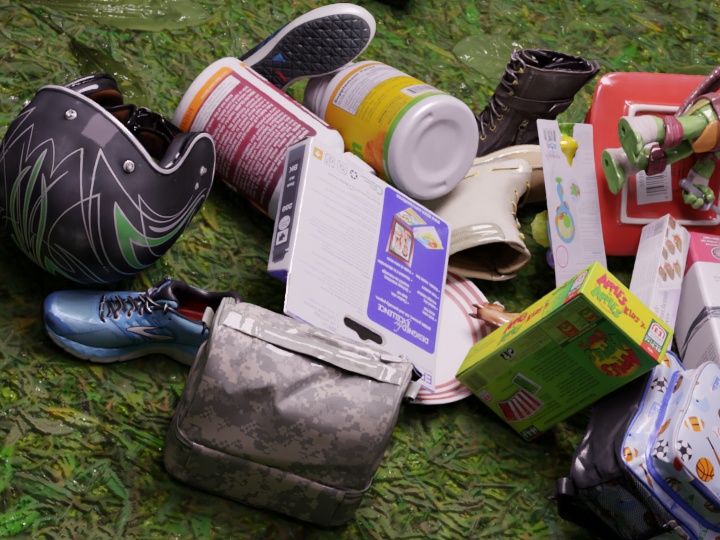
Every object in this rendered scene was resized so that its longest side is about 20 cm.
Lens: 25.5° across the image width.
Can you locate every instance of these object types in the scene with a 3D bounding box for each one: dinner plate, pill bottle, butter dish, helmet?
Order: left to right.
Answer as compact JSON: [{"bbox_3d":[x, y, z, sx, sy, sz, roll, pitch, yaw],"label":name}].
[{"bbox_3d":[-0.250,-0.085,1.498,0.200,0.200,0.191,39,35,14],"label":"helmet"},{"bbox_3d":[-0.090,-0.122,1.658,0.200,0.114,0.114,37,48,14],"label":"pill bottle"},{"bbox_3d":[0.025,-0.159,1.698,0.111,0.112,0.200,-16,31,-30],"label":"pill bottle"},{"bbox_3d":[0.046,0.058,1.615,0.199,0.024,0.201,11,49,-12],"label":"dinner plate"},{"bbox_3d":[0.319,-0.122,1.793,0.199,0.201,0.148,1,8,-21],"label":"butter dish"}]

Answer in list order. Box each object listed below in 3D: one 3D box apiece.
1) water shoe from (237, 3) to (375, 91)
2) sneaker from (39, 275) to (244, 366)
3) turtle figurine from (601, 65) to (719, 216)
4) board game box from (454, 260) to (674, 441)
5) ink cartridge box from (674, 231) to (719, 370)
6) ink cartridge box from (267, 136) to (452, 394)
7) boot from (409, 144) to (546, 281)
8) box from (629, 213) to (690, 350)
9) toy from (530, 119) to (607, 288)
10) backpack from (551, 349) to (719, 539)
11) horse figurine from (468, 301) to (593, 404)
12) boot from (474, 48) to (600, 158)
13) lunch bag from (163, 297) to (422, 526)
[{"bbox_3d":[-0.071,-0.245,1.727,0.072,0.199,0.079,51,29,-28],"label":"water shoe"},{"bbox_3d":[-0.200,0.034,1.499,0.199,0.090,0.079,4,50,-14],"label":"sneaker"},{"bbox_3d":[0.364,-0.109,1.658,0.193,0.144,0.201,-9,98,-13],"label":"turtle figurine"},{"bbox_3d":[0.190,0.080,1.512,0.102,0.200,0.048,41,48,-9],"label":"board game box"},{"bbox_3d":[0.417,0.066,1.701,0.144,0.084,0.201,7,48,-14],"label":"ink cartridge box"},{"bbox_3d":[0.000,0.000,1.537,0.198,0.043,0.201,31,51,-32],"label":"ink cartridge box"},{"bbox_3d":[0.160,-0.061,1.712,0.199,0.072,0.155,-5,43,-16],"label":"boot"},{"bbox_3d":[0.305,0.025,1.653,0.039,0.041,0.200,40,44,-20],"label":"box"},{"bbox_3d":[0.210,-0.054,1.664,0.115,0.047,0.201,-2,89,-53],"label":"toy"},{"bbox_3d":[0.304,0.190,1.498,0.191,0.154,0.200,51,49,-20],"label":"backpack"},{"bbox_3d":[0.219,0.087,1.621,0.132,0.050,0.200,-12,54,-50],"label":"horse figurine"},{"bbox_3d":[0.148,-0.178,1.751,0.199,0.174,0.069,-5,53,-24],"label":"boot"},{"bbox_3d":[-0.061,0.118,1.425,0.199,0.168,0.140,20,47,-4],"label":"lunch bag"}]
